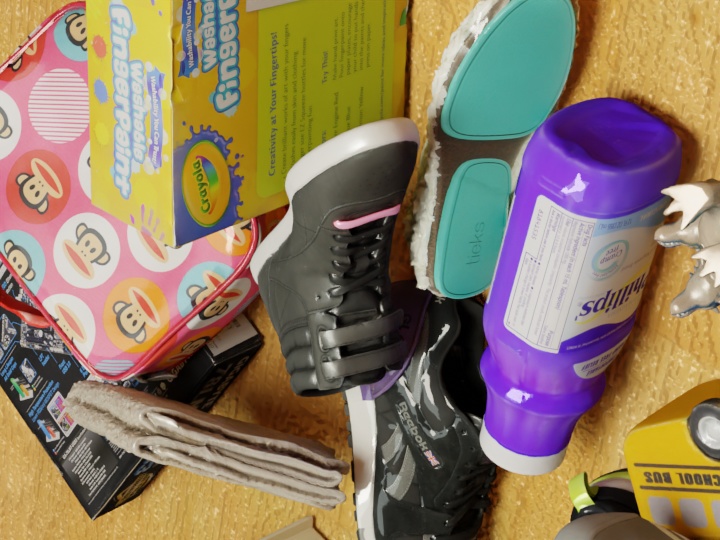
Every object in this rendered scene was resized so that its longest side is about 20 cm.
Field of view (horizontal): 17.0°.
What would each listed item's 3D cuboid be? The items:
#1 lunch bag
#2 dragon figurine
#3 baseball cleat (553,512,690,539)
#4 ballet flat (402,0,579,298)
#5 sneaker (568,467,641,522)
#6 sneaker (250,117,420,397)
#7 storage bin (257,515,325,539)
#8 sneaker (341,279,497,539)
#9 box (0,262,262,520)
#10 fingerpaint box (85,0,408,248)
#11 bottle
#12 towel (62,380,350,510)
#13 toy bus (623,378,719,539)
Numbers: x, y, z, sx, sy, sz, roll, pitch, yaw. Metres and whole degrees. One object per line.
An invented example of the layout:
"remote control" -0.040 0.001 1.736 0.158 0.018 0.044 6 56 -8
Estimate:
"lunch bag" -0.150 -0.037 1.400 0.176 0.082 0.200 -41 77 20
"dragon figurine" 0.202 -0.040 1.096 0.200 0.099 0.059 -36 81 29
"baseball cleat" 0.185 0.155 1.145 0.106 0.199 0.070 -26 51 44
"ballet flat" 0.056 -0.076 1.230 0.072 0.072 0.201 38 131 27
"sneaker" 0.155 0.195 1.227 0.072 0.083 0.201 -32 83 22
"sneaker" 0.000 0.000 1.231 0.200 0.070 0.100 122 131 -60
"storage bin" -0.094 0.275 1.457 0.094 0.198 0.200 45 136 26
"sneaker" 0.045 0.104 1.323 0.087 0.076 0.201 0 109 40
"box" -0.173 0.026 1.525 0.199 0.050 0.200 54 136 15
"fingerpaint box" -0.057 -0.135 1.234 0.073 0.166 0.201 27 127 39
"bottle" 0.102 0.013 1.208 0.065 0.083 0.201 35 130 29
"towel" -0.088 0.095 1.365 0.200 0.132 0.035 8 80 71
"toy bus" 0.220 0.088 1.137 0.199 0.065 0.079 -3 107 47
